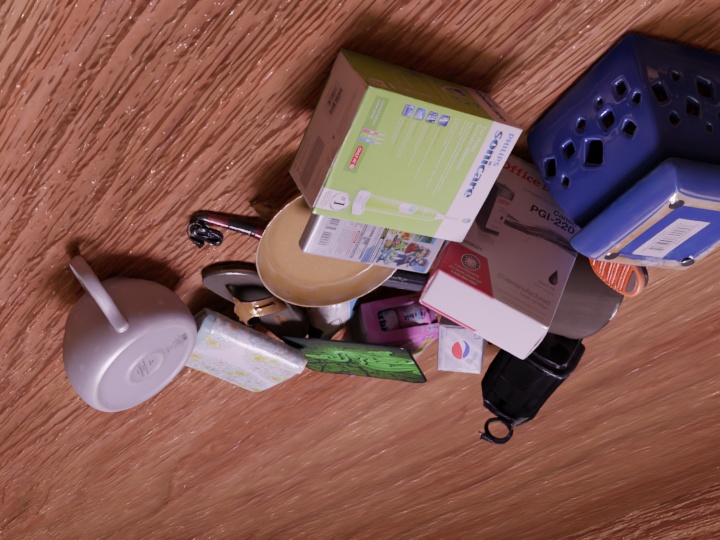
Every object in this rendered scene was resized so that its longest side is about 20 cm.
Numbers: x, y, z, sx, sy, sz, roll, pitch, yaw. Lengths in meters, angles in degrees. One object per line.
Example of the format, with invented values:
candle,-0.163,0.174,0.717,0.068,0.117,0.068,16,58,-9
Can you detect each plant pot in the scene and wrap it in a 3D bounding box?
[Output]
plant pot,-0.032,-0.036,1.186,0.196,0.028,0.202,-12,137,-11
plant pot,0.329,-0.115,1.089,0.196,0.183,0.200,5,151,-27

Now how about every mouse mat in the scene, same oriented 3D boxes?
mouse mat,-0.008,0.132,1.459,0.196,0.008,0.161,3,157,18

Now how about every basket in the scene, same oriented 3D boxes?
basket,0.225,0.010,1.321,0.196,0.139,0.180,9,159,-24

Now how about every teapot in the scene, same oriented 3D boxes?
teapot,-0.327,0.078,1.323,0.196,0.146,0.201,-7,138,-56

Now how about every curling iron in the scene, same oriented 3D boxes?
curling iron,-0.129,-0.044,1.260,0.196,0.026,0.050,6,143,-25

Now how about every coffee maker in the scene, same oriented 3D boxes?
coffee maker,0.283,0.167,1.620,0.132,0.195,0.201,11,150,-3

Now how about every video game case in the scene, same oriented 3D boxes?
video game case,0.044,-0.094,1.127,0.179,0.022,0.202,9,121,-32

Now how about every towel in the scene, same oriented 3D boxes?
towel,-0.190,0.123,1.481,0.169,0.049,0.199,22,156,-20

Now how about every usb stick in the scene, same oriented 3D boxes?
usb stick,0.000,0.000,1.353,0.196,0.033,0.055,9,169,-21

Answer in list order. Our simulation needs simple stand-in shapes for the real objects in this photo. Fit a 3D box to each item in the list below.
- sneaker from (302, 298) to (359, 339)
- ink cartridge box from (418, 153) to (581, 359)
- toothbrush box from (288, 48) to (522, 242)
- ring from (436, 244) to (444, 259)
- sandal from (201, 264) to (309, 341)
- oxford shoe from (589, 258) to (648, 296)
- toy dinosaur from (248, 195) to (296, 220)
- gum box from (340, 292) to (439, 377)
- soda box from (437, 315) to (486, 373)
sneaker,-0.040,0.062,1.454,0.071,0.073,0.200,-12,160,-20
ink cartridge box,0.175,-0.024,1.152,0.144,0.202,0.085,27,147,2
toothbrush box,0.046,-0.125,1.029,0.197,0.087,0.147,9,121,-31
ring,0.152,-0.059,1.327,0.196,0.020,0.201,-7,153,-4
sandal,-0.144,0.056,1.394,0.081,0.055,0.200,-20,135,25
oxford shoe,0.313,-0.049,1.208,0.071,0.202,0.072,-4,135,-17
toy dinosaur,-0.036,-0.077,1.190,0.197,0.059,0.101,-18,151,18
gum box,0.045,0.096,1.498,0.111,0.067,0.200,-11,163,-14
soda box,0.148,0.074,1.396,0.062,0.070,0.200,4,-161,9
